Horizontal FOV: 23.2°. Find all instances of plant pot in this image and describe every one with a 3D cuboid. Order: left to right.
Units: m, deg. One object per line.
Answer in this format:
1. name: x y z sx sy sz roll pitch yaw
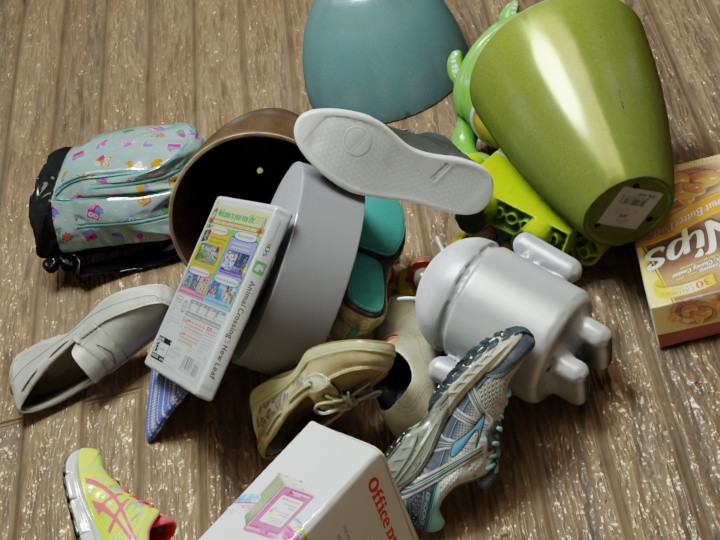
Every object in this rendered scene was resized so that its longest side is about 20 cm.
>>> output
1. plant pot: -0.097 -0.094 1.845 0.185 0.189 0.201 -12 25 8
2. plant pot: 0.016 -0.284 2.039 0.198 0.136 0.201 -11 39 9
3. plant pot: 0.221 -0.128 1.675 0.185 0.188 0.201 -19 51 0

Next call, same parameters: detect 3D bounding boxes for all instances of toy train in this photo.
1. toy train: 0.070 -0.028 1.776 0.198 0.056 0.151 -24 39 -6

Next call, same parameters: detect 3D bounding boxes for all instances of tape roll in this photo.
1. tape roll: -0.062 0.001 1.665 0.066 0.201 0.201 19 39 -12

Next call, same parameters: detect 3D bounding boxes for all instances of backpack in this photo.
1. backpack: -0.253 -0.085 1.921 0.198 0.128 0.168 -5 37 12

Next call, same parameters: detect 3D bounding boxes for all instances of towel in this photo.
1. towel: -0.151 0.057 1.700 0.200 0.024 0.146 -50 24 33

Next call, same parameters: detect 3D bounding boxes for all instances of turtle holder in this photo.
1. turtle holder: 0.165 -0.183 1.855 0.184 0.142 0.132 -29 41 -15

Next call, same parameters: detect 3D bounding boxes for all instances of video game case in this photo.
1. video game case: -0.136 0.021 1.642 0.184 0.022 0.200 -67 20 -4

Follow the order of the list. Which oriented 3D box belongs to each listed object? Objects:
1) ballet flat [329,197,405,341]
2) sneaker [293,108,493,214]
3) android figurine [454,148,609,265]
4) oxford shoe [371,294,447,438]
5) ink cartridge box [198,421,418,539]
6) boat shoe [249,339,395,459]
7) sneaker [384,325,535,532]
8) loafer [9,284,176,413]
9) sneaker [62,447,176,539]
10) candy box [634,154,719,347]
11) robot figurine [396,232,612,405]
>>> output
1. ballet flat: 0.000 0.000 1.698 0.070 0.071 0.201 -7 35 14
2. sneaker: 0.022 -0.107 1.653 0.198 0.071 0.099 17 10 -17
3. android figurine: 0.171 -0.069 1.744 0.181 0.041 0.200 26 30 14
4. oxford shoe: 0.040 0.080 1.633 0.071 0.074 0.201 -35 34 16
5. ink cartridge box: -0.052 0.246 1.428 0.084 0.145 0.200 20 52 40
6. boat shoe: -0.032 0.115 1.583 0.200 0.073 0.063 -35 51 51
7. sneaker: 0.093 0.138 1.518 0.201 0.086 0.078 -51 1 4
8. loafer: -0.265 0.082 1.758 0.199 0.070 0.070 -31 38 15
9. sneaker: -0.212 0.233 1.578 0.089 0.079 0.201 -17 43 -11
10. candy box: 0.320 -0.023 1.667 0.114 0.056 0.201 -14 38 10
11. robot figurine: 0.132 0.044 1.596 0.199 0.113 0.170 30 68 21
